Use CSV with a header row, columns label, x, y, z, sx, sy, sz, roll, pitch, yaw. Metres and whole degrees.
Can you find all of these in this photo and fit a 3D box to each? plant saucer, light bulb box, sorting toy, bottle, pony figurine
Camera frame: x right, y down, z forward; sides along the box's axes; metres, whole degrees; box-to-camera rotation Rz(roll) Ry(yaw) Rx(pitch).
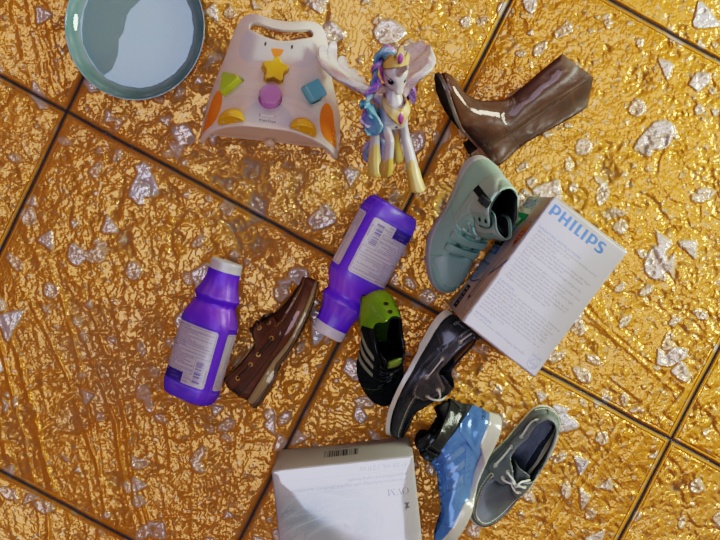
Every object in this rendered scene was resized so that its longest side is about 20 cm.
label,x,y,z,sx,sy,sz,roll,pitch,yaw
plant saucer,-0.315,-0.341,1.586,0.196,0.027,0.204,0,93,0
light bulb box,0.232,0.014,1.520,0.124,0.198,0.201,36,92,-3
sorting toy,-0.119,-0.266,1.569,0.196,0.107,0.184,6,75,0
bottle,-0.215,0.084,1.588,0.082,0.065,0.204,17,93,26
bottle,0.000,0.000,1.574,0.083,0.065,0.202,25,95,-33
pony figurine,0.036,-0.229,1.522,0.163,0.194,0.203,-10,121,-11

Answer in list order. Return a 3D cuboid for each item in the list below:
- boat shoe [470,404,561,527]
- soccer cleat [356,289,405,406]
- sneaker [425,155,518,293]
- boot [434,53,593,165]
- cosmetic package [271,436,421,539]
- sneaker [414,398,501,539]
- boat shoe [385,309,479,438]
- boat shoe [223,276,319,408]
label,x,y,z,sx,sy,sz,roll,pitch,yaw
boat shoe,0.218,0.282,1.605,0.072,0.062,0.201,35,93,-2
soccer cleat,0.032,0.120,1.552,0.066,0.081,0.203,-16,128,-14
sneaker,0.152,-0.044,1.539,0.073,0.118,0.204,7,113,-24
boot,0.214,-0.248,1.542,0.198,0.065,0.187,-32,133,5
cosmetic package,-0.015,0.355,1.582,0.195,0.123,0.204,-6,95,1
sneaker,0.116,0.281,1.596,0.110,0.077,0.203,22,89,-7
boat shoe,0.096,0.156,1.577,0.067,0.072,0.202,33,106,17
boat shoe,-0.125,0.094,1.590,0.067,0.072,0.202,30,96,-4
